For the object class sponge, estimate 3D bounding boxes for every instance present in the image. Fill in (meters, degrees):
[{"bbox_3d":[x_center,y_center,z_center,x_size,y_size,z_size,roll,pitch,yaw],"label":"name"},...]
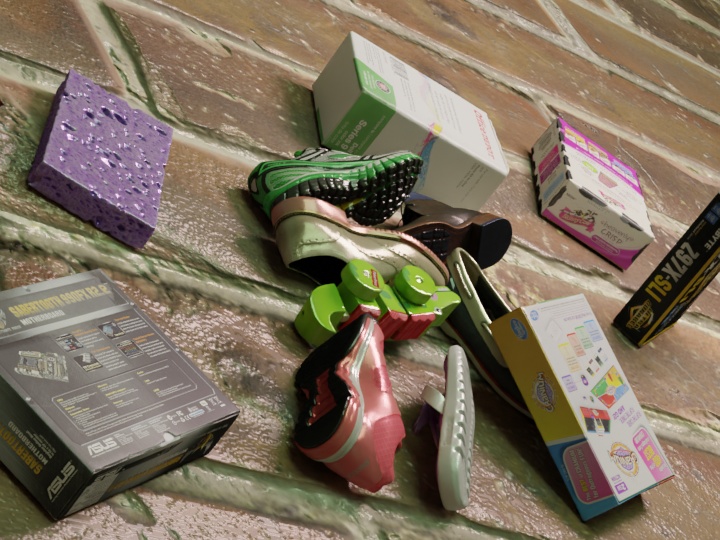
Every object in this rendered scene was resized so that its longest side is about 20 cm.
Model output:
[{"bbox_3d":[-0.222,-0.099,1.627,0.112,0.030,0.200,31,23,-17],"label":"sponge"}]

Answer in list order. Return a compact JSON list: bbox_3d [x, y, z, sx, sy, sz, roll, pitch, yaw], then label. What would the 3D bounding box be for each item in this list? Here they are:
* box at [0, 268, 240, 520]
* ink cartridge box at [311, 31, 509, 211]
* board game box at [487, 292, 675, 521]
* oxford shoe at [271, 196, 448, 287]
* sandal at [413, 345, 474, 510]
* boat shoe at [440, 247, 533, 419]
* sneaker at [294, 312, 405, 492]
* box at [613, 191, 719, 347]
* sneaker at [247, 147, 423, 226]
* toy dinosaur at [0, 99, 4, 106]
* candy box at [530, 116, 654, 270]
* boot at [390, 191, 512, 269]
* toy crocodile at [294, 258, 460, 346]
[{"bbox_3d":[-0.195,0.079,1.304,0.158,0.048,0.200,43,23,13],"label":"box"},{"bbox_3d":[0.054,-0.156,2.077,0.200,0.088,0.145,27,26,-22],"label":"ink cartridge box"},{"bbox_3d":[0.209,0.123,1.760,0.153,0.040,0.200,-7,70,-61],"label":"board game box"},{"bbox_3d":[0.000,0.000,1.750,0.200,0.071,0.074,20,50,-31],"label":"oxford shoe"},{"bbox_3d":[0.069,0.127,1.605,0.050,0.083,0.203,-5,26,7],"label":"sandal"},{"bbox_3d":[0.139,0.066,1.818,0.200,0.063,0.071,48,22,18],"label":"boat shoe"},{"bbox_3d":[-0.002,0.112,1.533,0.087,0.074,0.200,46,23,-18],"label":"sneaker"},{"bbox_3d":[0.386,-0.012,2.158,0.049,0.200,0.160,43,22,15],"label":"box"},{"bbox_3d":[-0.020,-0.093,1.818,0.200,0.078,0.085,-10,46,-42],"label":"sneaker"},{"bbox_3d":[-0.356,-0.087,1.261,0.105,0.200,0.182,28,-12,15],"label":"toy dinosaur"},{"bbox_3d":[0.288,-0.098,2.355,0.136,0.061,0.200,33,22,-14],"label":"candy box"},{"bbox_3d":[0.056,-0.033,1.907,0.097,0.075,0.200,24,20,38],"label":"boot"},{"bbox_3d":[0.018,0.036,1.687,0.200,0.068,0.062,5,45,-50],"label":"toy crocodile"}]
